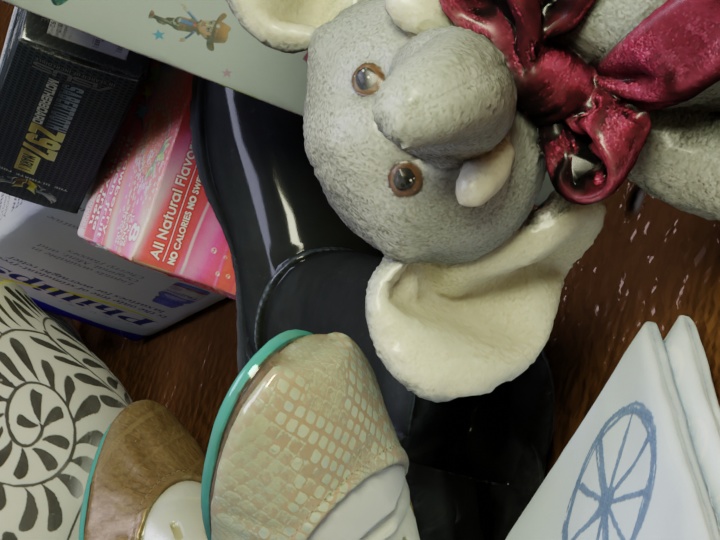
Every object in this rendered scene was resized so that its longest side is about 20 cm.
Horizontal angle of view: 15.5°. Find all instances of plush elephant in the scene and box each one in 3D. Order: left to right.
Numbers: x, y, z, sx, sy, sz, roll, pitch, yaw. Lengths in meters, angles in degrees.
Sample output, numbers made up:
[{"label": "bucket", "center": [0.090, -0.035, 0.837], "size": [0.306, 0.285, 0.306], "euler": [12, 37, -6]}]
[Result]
[{"label": "plush elephant", "center": [0.048, -0.059, 0.680], "size": [0.154, 0.165, 0.200], "euler": [-32, -2, -10]}]

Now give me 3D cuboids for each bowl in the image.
[{"label": "bowl", "center": [-0.134, 0.113, 1.090], "size": [0.201, 0.094, 0.202], "euler": [18, -90, -84]}]

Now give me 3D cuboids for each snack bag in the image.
[{"label": "snack bag", "center": [0.057, 0.138, 0.697], "size": [0.189, 0.021, 0.200], "euler": [-61, 21, 29]}]

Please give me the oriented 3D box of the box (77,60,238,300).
[{"label": "box", "center": [-0.022, -0.087, 1.001], "size": [0.201, 0.102, 0.095], "euler": [-70, 19, 0]}]

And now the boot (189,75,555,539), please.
[{"label": "boot", "center": [0.000, 0.001, 0.857], "size": [0.200, 0.065, 0.166], "euler": [-143, 42, -73]}]

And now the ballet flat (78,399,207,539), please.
[{"label": "ballet flat", "center": [-0.074, 0.142, 1.001], "size": [0.072, 0.068, 0.201], "euler": [-14, 57, 44]}]

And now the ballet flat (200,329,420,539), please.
[{"label": "ballet flat", "center": [-0.007, 0.089, 0.770], "size": [0.067, 0.062, 0.200], "euler": [-42, -23, -27]}]

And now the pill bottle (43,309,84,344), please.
[{"label": "pill bottle", "center": [-0.188, 0.062, 1.290], "size": [0.120, 0.119, 0.200], "euler": [-68, 19, 10]}]

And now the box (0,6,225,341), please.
[{"label": "box", "center": [-0.094, -0.083, 1.190], "size": [0.200, 0.105, 0.185], "euler": [-23, 51, 64]}]

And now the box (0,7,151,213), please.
[{"label": "box", "center": [-0.092, -0.139, 1.006], "size": [0.158, 0.051, 0.201], "euler": [132, 154, -67]}]

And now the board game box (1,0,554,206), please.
[{"label": "board game box", "center": [-0.019, -0.108, 0.860], "size": [0.064, 0.199, 0.148], "euler": [-62, 21, 25]}]
